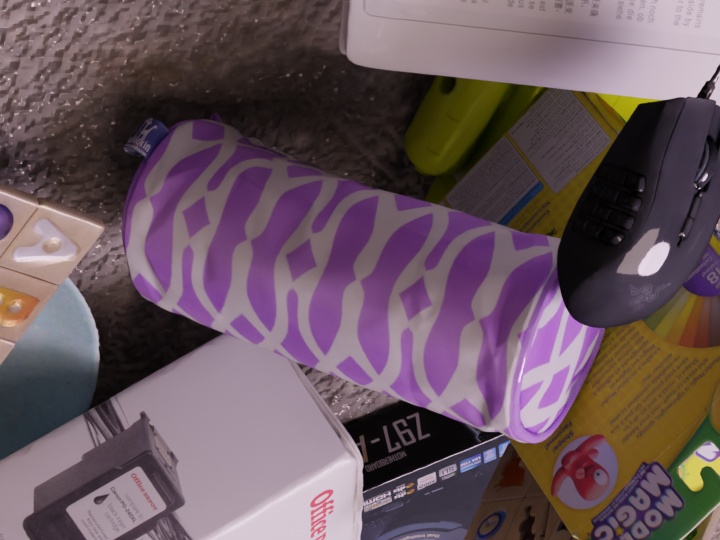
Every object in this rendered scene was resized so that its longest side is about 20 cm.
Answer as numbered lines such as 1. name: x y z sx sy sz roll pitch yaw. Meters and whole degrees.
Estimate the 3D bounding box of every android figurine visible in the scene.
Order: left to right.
1. android figurine: 0.103 -0.057 0.932 0.181 0.041 0.201 6 126 -35

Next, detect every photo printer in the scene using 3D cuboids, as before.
1. photo printer: 0.095 -0.144 0.762 0.198 0.070 0.168 6 130 2

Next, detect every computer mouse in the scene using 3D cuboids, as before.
1. computer mouse: 0.133 -0.063 0.718 0.058 0.034 0.201 20 105 -36

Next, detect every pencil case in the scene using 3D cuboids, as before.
1. pencil case: 0.000 0.000 0.808 0.086 0.199 0.084 -51 151 -33

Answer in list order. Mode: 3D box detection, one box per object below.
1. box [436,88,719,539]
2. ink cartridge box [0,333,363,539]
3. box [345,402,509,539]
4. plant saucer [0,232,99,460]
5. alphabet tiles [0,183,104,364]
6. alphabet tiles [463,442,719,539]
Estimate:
1. box: 0.102 0.024 0.830 0.117 0.201 0.048 -45 135 14
2. ink cartridge box: -0.103 0.123 0.910 0.199 0.084 0.146 -30 160 -14
3. box: -0.001 0.150 1.071 0.198 0.044 0.161 -21 137 -12
4. plant saucer: -0.209 0.046 0.853 0.199 0.039 0.202 -16 136 -16
5. alphabet tiles: -0.218 0.031 0.795 0.166 0.008 0.200 19 119 -42
6. alphabet tiles: 0.115 0.068 0.882 0.006 0.201 0.166 38 152 -21
